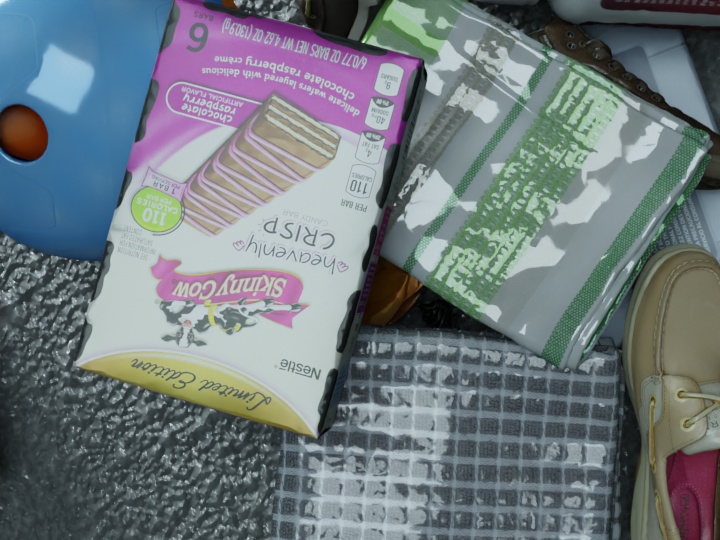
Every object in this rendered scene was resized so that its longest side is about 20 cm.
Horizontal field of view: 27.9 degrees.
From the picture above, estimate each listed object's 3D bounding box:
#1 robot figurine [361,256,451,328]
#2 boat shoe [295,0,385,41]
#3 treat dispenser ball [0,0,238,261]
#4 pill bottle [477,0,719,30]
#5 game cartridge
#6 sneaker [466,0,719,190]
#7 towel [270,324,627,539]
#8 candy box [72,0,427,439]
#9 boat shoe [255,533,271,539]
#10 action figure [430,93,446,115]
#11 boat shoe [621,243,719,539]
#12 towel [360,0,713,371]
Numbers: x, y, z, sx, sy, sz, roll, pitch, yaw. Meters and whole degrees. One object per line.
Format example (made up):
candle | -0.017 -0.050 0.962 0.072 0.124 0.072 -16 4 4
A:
robot figurine | 0.000 0.000 0.900 0.144 0.058 0.201 17 90 15
boat shoe | -0.010 -0.173 0.838 0.059 0.200 0.072 28 81 -1
treat dispenser ball | -0.159 -0.106 0.872 0.200 0.201 0.202 -1 87 14
pill bottle | 0.165 -0.194 0.810 0.199 0.114 0.115 2 87 -7
game cartridge | 0.155 -0.057 0.876 0.133 0.042 0.201 -20 82 17
sneaker | 0.126 -0.106 0.832 0.199 0.070 0.076 19 88 13
towel | 0.051 0.112 0.809 0.199 0.086 0.167 3 83 3
candy box | -0.055 -0.028 0.755 0.136 0.061 0.201 15 91 6
boat shoe | 0.003 0.191 0.888 0.199 0.057 0.067 -2 87 14
action figure | 0.054 -0.063 0.834 0.199 0.065 0.052 19 78 6
boat shoe | 0.193 0.087 0.814 0.073 0.069 0.201 -8 104 -15
towel | 0.069 -0.058 0.782 0.200 0.031 0.150 33 85 13
